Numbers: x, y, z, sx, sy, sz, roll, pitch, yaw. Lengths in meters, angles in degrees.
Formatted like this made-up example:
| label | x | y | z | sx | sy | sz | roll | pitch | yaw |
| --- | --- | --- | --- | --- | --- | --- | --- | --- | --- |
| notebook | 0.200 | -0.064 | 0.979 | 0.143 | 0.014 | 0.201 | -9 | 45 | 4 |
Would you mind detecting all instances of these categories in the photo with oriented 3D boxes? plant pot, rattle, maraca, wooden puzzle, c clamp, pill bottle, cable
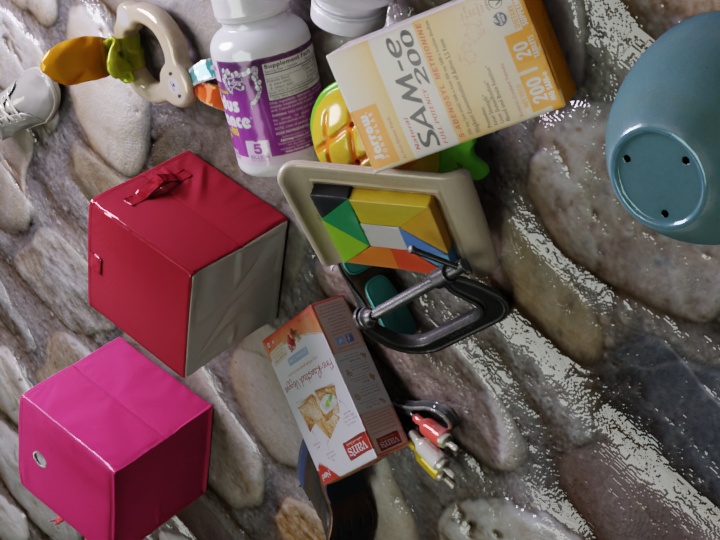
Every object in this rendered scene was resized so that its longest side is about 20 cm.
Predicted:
| label | x | y | z | sx | sy | sz | roll | pitch | yaw |
| --- | --- | --- | --- | --- | --- | --- | --- | --- | --- |
| plant pot | 0.285 | -0.102 | 1.163 | 0.200 | 0.135 | 0.200 | 25 | 130 | 34 |
| rattle | -0.257 | -0.235 | 1.642 | 0.200 | 0.143 | 0.130 | 42 | 120 | 27 |
| maraca | 0.037 | -0.125 | 1.432 | 0.200 | 0.107 | 0.137 | 26 | 132 | 13 |
| wooden puzzle | 0.030 | -0.046 | 1.430 | 0.200 | 0.037 | 0.185 | 3 | 149 | 20 |
| c clamp | 0.066 | 0.035 | 1.488 | 0.200 | 0.171 | 0.027 | -36 | 44 | 46 |
| pill bottle | -0.102 | -0.213 | 1.509 | 0.112 | 0.112 | 0.200 | 10 | 121 | 42 |
| pill bottle | -0.002 | -0.331 | 1.327 | 0.112 | 0.112 | 0.200 | 33 | 135 | 27 |
| cable | 0.047 | 0.176 | 1.657 | 0.200 | 0.050 | 0.097 | 30 | 136 | 30 |

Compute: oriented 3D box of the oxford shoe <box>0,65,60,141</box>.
| label | x | y | z | sx | sy | sz | roll | pitch | yaw |
| --- | --- | --- | --- | --- | --- | --- | --- | --- | --- |
| oxford shoe | -0.481 | -0.229 | 1.939 | 0.200 | 0.058 | 0.075 | -20 | 97 | 48 |

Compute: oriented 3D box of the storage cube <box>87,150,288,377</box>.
| label | x | y | z | sx | sy | sz | roll | pitch | yaw |
| --- | --- | --- | --- | --- | --- | --- | --- | --- | --- |
| storage cube | -0.216 | -0.011 | 1.714 | 0.180 | 0.171 | 0.200 | 34 | 135 | 25 |

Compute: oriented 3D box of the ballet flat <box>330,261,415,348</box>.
| label | x | y | z | sx | sy | sz | roll | pitch | yaw |
| --- | --- | --- | --- | --- | --- | --- | --- | --- | --- |
| ballet flat | 0.000 | 0.000 | 1.583 | 0.068 | 0.068 | 0.200 | 6 | 120 | 58 |

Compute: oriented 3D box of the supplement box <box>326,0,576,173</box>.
| label | x | y | z | sx | sy | sz | roll | pitch | yaw |
| --- | --- | --- | --- | --- | --- | --- | --- | --- | --- |
| supplement box | 0.086 | -0.185 | 1.301 | 0.200 | 0.074 | 0.126 | -19 | 102 | 23 |

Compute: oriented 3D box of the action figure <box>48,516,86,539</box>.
| label | x | y | z | sx | sy | sz | roll | pitch | yaw |
| --- | --- | --- | --- | --- | --- | --- | --- | --- | --- |
| action figure | -0.441 | 0.450 | 2.314 | 0.200 | 0.099 | 0.065 | 29 | 132 | 34 |

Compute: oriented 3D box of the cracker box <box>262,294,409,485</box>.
| label | x | y | z | sx | sy | sz | roll | pitch | yaw |
| --- | --- | --- | --- | --- | --- | --- | --- | --- | --- |
| cracker box | -0.033 | 0.148 | 1.686 | 0.134 | 0.058 | 0.200 | -37 | 74 | 52 |

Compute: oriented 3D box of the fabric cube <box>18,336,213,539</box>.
| label | x | y | z | sx | sy | sz | roll | pitch | yaw |
| --- | --- | --- | --- | --- | --- | --- | --- | --- | --- |
| fabric cube | -0.357 | 0.258 | 2.014 | 0.199 | 0.200 | 0.197 | 33 | 134 | 25 |

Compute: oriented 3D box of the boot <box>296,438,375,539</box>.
| label | x | y | z | sx | sy | sz | roll | pitch | yaw |
| --- | --- | --- | --- | --- | --- | --- | --- | --- | --- |
| boot | -0.033 | 0.299 | 1.829 | 0.097 | 0.075 | 0.200 | 50 | 151 | 45 |
